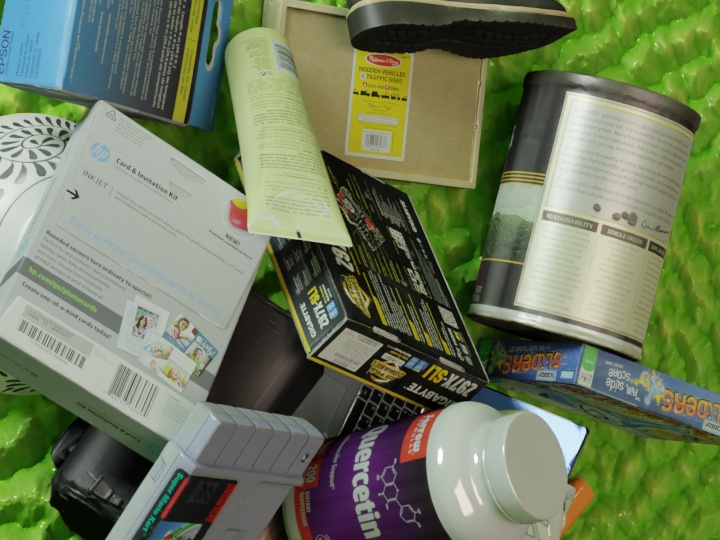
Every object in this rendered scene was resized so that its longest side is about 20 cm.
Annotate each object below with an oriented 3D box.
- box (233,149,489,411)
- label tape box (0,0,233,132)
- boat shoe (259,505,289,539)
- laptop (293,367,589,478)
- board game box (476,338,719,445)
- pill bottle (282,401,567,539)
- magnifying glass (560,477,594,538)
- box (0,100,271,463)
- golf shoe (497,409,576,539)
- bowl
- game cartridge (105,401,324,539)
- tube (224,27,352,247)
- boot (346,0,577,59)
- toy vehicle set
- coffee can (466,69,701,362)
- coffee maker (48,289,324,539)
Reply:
[{"bbox_3d":[0.000,0.000,1.685,0.159,0.201,0.049,23,123,-42],"label":"box"},{"bbox_3d":[-0.168,-0.185,1.629,0.200,0.066,0.145,12,87,-63],"label":"label tape box"},{"bbox_3d":[-0.091,0.243,1.708,0.067,0.072,0.201,25,83,-9],"label":"boat shoe"},{"bbox_3d":[0.040,0.154,1.774,0.199,0.116,0.188,34,75,-31],"label":"laptop"},{"bbox_3d":[0.208,0.099,1.868,0.199,0.135,0.035,20,79,-32],"label":"board game box"},{"bbox_3d":[0.047,0.160,1.657,0.112,0.199,0.113,25,56,-44],"label":"pill bottle"},{"bbox_3d":[0.126,0.252,1.895,0.200,0.022,0.080,-49,117,-21],"label":"magnifying glass"},{"bbox_3d":[-0.154,0.007,1.538,0.155,0.041,0.201,33,55,-19],"label":"box"},{"bbox_3d":[0.130,0.199,1.739,0.097,0.078,0.202,-20,85,-17],"label":"golf shoe"},{"bbox_3d":[-0.213,-0.009,1.607,0.199,0.094,0.203,-2,94,-33],"label":"bowl"},{"bbox_3d":[-0.116,0.180,1.523,0.201,0.038,0.129,-57,152,12],"label":"game cartridge"},{"bbox_3d":[-0.060,-0.091,1.633,0.058,0.201,0.052,-23,136,8],"label":"tube"},{"bbox_3d":[0.073,-0.242,1.777,0.199,0.077,0.140,1,71,-36],"label":"boot"},{"bbox_3d":[0.010,-0.135,1.783,0.199,0.026,0.126,6,90,-34],"label":"toy vehicle set"},{"bbox_3d":[0.177,-0.043,1.830,0.145,0.146,0.202,18,84,-33],"label":"coffee can"},{"bbox_3d":[-0.115,0.110,1.624,0.134,0.192,0.201,37,72,-13],"label":"coffee maker"}]
